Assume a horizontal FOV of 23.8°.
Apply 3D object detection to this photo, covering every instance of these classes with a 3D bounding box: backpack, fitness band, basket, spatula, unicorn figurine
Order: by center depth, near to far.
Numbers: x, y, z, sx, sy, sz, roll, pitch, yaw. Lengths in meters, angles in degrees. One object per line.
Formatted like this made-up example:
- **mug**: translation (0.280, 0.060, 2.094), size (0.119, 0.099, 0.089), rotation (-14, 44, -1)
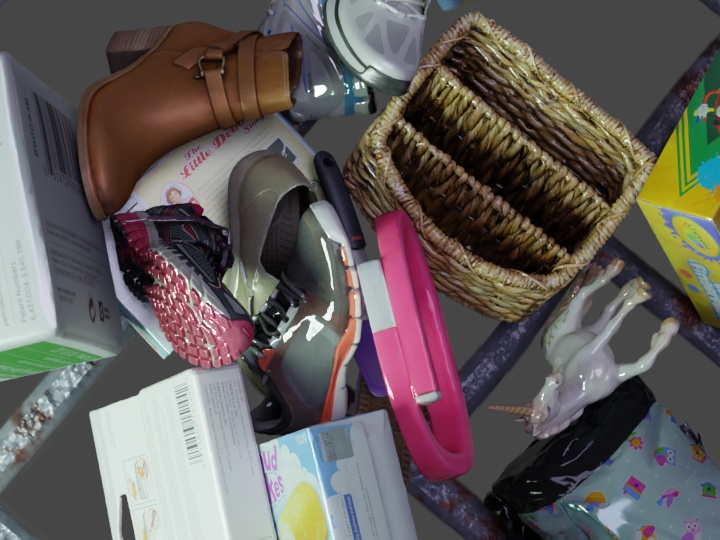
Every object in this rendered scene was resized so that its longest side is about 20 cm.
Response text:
- **fitness band**: translation (0.043, 0.054, 1.247), size (0.037, 0.144, 0.202), rotation (-16, 76, 12)
- **unicorn figurine**: translation (0.175, 0.064, 1.318), size (0.074, 0.200, 0.137), rotation (44, 99, -1)
- **spatula**: translation (0.000, 0.000, 1.326), size (0.056, 0.021, 0.202), rotation (-10, 79, -34)
- **basket**: translation (0.100, -0.072, 1.327), size (0.200, 0.149, 0.143), rotation (40, 55, -3)
- **backpack**: translation (0.219, 0.197, 1.333), size (0.167, 0.127, 0.200), rotation (-41, 93, -19)

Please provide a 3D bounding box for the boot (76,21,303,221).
- **boot**: translation (-0.126, -0.116, 1.294), size (0.154, 0.077, 0.201), rotation (0, 40, 9)

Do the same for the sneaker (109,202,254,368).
- **sneaker**: translation (-0.119, -0.002, 1.227), size (0.074, 0.200, 0.081), rotation (-19, 123, -18)

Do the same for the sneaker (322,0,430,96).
- **sneaker**: translation (0.031, -0.231, 1.281), size (0.075, 0.115, 0.202), rotation (20, 43, -23)

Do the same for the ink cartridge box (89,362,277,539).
- **ink cartridge box**: translation (-0.126, 0.182, 1.247), size (0.044, 0.176, 0.202), rotation (-7, 81, -35)

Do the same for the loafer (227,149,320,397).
- **loafer**: translation (-0.060, 0.011, 1.305), size (0.075, 0.068, 0.202), rotation (-16, 108, -27)

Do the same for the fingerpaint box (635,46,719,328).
- **fingerpaint box**: translation (0.313, -0.064, 1.368), size (0.073, 0.200, 0.168), rotation (19, 71, 36)

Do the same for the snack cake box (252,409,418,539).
- **snack cake box**: translation (-0.040, 0.175, 1.220), size (0.067, 0.200, 0.116), rotation (-11, 82, -30)

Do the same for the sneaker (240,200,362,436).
- **sneaker**: translation (-0.049, 0.045, 1.248), size (0.081, 0.077, 0.202), rotation (-4, 119, -16)

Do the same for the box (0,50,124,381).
- **box**: translation (-0.284, -0.024, 1.207), size (0.170, 0.199, 0.202), rotation (-12, 83, 4)

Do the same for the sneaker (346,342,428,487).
- **sneaker**: translation (0.008, 0.136, 1.336), size (0.071, 0.113, 0.201), rotation (27, 46, -4)

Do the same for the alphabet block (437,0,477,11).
- **alphabet block**: translation (0.143, -0.352, 1.360), size (0.199, 0.196, 0.197), rotation (-23, 86, -29)

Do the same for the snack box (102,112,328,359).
- **snack box**: translation (-0.122, -0.042, 1.346), size (0.200, 0.037, 0.116), rotation (-44, 93, -16)

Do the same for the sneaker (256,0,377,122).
- **sneaker**: translation (-0.051, -0.213, 1.379), size (0.086, 0.075, 0.202), rotation (-15, 76, 3)
